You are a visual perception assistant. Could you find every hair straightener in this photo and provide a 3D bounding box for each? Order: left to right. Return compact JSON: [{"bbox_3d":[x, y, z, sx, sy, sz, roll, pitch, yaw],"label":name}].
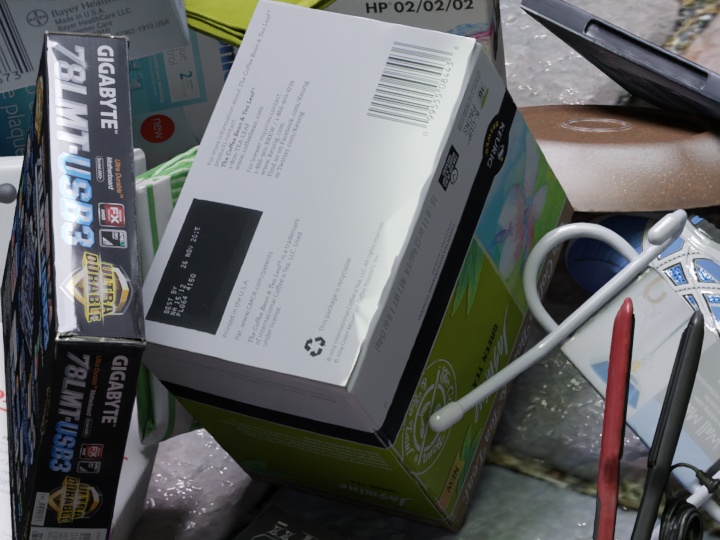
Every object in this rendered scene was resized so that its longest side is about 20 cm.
[{"bbox_3d":[0.152,0.116,1.435,0.077,0.041,0.200,8,79,1],"label":"hair straightener"}]

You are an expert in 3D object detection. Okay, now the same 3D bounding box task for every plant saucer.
[{"bbox_3d":[0.137,-0.069,1.704,0.200,0.037,0.200,1,12,0],"label":"plant saucer"}]

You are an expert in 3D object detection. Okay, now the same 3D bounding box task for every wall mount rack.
[{"bbox_3d":[0.139,0.070,1.499,0.174,0.075,0.200,-41,81,-5],"label":"wall mount rack"}]

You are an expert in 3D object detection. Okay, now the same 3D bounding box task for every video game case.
[{"bbox_3d":[0.202,-0.102,1.734,0.200,0.143,0.019,30,89,40],"label":"video game case"}]

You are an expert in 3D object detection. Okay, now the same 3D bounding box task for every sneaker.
[{"bbox_3d":[0.181,0.026,1.606,0.077,0.076,0.200,-28,40,-32],"label":"sneaker"}]

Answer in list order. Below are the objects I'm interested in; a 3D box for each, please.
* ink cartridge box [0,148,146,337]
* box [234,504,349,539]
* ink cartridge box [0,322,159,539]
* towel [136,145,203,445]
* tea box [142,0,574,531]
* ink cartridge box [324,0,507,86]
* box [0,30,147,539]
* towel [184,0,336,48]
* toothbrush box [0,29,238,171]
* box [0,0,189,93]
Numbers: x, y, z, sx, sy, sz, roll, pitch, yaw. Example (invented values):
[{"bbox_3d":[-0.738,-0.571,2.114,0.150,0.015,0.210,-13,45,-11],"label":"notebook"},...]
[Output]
[{"bbox_3d":[-0.219,0.012,1.629,0.200,0.145,0.084,-4,5,7],"label":"ink cartridge box"},{"bbox_3d":[-0.012,0.210,1.425,0.200,0.048,0.158,21,47,32],"label":"box"},{"bbox_3d":[-0.182,0.126,1.526,0.117,0.067,0.200,21,43,6],"label":"ink cartridge box"},{"bbox_3d":[-0.067,-0.004,1.584,0.023,0.153,0.200,4,19,30],"label":"towel"},{"bbox_3d":[0.000,0.000,1.523,0.133,0.197,0.200,13,71,24],"label":"tea box"},{"bbox_3d":[0.025,-0.165,1.780,0.115,0.200,0.068,-1,35,9],"label":"ink cartridge box"},{"bbox_3d":[-0.143,0.020,1.441,0.050,0.199,0.200,3,49,-14],"label":"box"},{"bbox_3d":[-0.106,-0.184,1.742,0.200,0.018,0.086,26,50,36],"label":"towel"},{"bbox_3d":[-0.150,-0.112,1.790,0.200,0.147,0.085,-10,38,-5],"label":"toothbrush box"},{"bbox_3d":[-0.205,-0.206,1.698,0.184,0.105,0.200,-14,44,3],"label":"box"}]
